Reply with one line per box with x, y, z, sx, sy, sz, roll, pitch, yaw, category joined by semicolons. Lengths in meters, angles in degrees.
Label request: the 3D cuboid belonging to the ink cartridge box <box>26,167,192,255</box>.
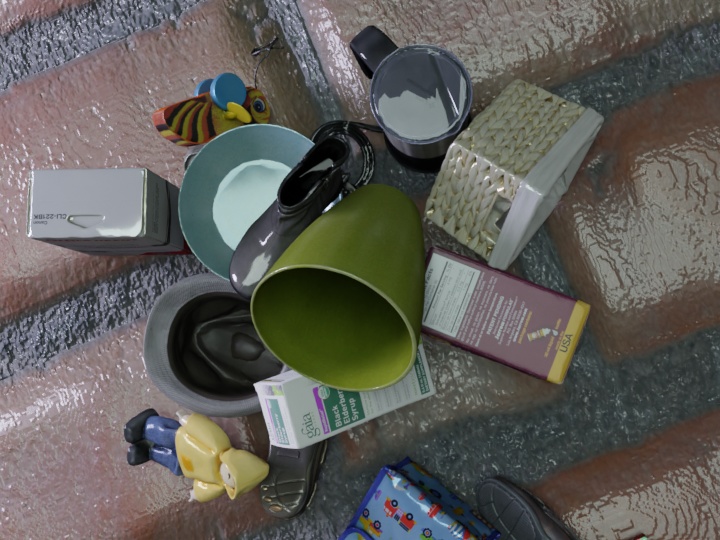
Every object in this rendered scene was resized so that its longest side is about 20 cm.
-0.303;-0.069;1.243;0.144;0.200;0.084;0;86;6;ink cartridge box

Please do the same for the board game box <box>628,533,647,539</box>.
0.279;0.411;1.232;0.199;0.019;0.103;-25;84;4;board game box

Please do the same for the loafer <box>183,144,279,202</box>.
-0.140;-0.105;1.287;0.199;0.070;0.070;21;122;8;loafer

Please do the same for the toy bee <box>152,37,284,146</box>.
-0.158;-0.203;1.286;0.200;0.131;0.109;-32;107;-8;toy bee

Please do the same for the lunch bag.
0.048;0.357;1.229;0.150;0.094;0.200;37;101;20;lunch bag

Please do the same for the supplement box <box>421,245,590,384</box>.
0.162;0.056;1.217;0.199;0.131;0.104;21;88;8;supplement box

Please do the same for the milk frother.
0.030;-0.171;1.221;0.180;0.188;0.200;31;89;8;milk frother

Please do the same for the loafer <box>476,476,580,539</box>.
0.225;0.329;1.225;0.200;0.063;0.072;46;124;24;loafer

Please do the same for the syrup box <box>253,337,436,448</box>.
-0.018;0.142;1.203;0.199;0.081;0.079;-17;94;-31;syrup box

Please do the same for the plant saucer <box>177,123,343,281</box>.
-0.121;-0.077;1.231;0.200;0.039;0.202;1;81;-3;plant saucer

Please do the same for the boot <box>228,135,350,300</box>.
-0.088;-0.063;1.143;0.070;0.132;0.200;32;81;2;boot

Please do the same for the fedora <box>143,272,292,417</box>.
-0.163;0.094;1.269;0.199;0.090;0.178;4;86;9;fedora

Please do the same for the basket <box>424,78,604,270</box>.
0.179;-0.120;1.186;0.123;0.136;0.200;32;46;12;basket

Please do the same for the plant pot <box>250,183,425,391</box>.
0.000;0.000;1.134;0.186;0.188;0.200;18;46;7;plant pot

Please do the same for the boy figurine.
-0.199;0.236;1.239;0.199;0.064;0.125;15;115;33;boy figurine

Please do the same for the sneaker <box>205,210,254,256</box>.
-0.103;-0.013;1.280;0.199;0.079;0.079;29;81;4;sneaker

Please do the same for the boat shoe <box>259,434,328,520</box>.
-0.077;0.215;1.262;0.074;0.073;0.201;11;67;15;boat shoe
